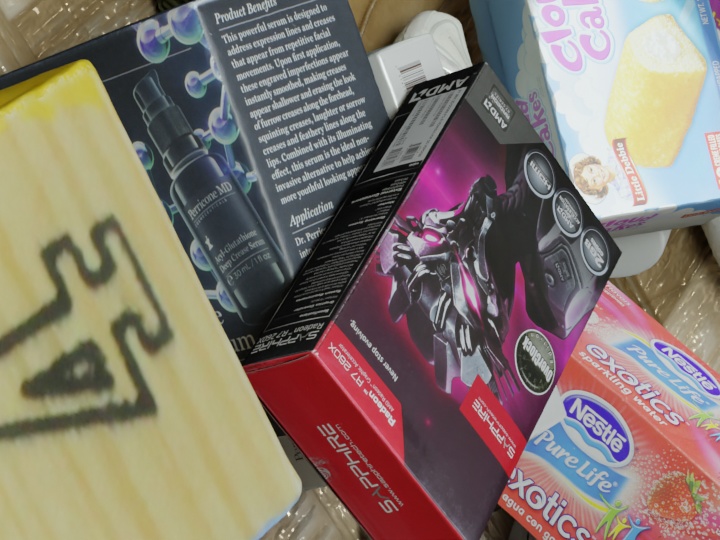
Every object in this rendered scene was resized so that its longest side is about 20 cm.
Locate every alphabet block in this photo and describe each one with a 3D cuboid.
[{"bbox_3d":[-0.177,0.061,0.946,0.196,0.195,0.200,-40,108,-49],"label":"alphabet block"}]

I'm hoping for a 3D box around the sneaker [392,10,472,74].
[{"bbox_3d":[0.054,-0.049,1.314,0.081,0.075,0.200,-77,158,-52],"label":"sneaker"}]

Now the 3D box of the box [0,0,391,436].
[{"bbox_3d":[-0.063,-0.024,1.137,0.107,0.148,0.200,-25,97,-50],"label":"box"}]

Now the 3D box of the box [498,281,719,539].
[{"bbox_3d":[0.133,0.090,1.247,0.200,0.095,0.103,42,29,25],"label":"box"}]

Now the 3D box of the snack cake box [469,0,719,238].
[{"bbox_3d":[0.132,-0.120,1.337,0.115,0.067,0.200,-9,79,-25],"label":"snack cake box"}]

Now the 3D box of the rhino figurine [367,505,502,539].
[{"bbox_3d":[0.042,0.147,1.260,0.087,0.060,0.200,22,49,7],"label":"rhino figurine"}]

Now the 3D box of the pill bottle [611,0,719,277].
[{"bbox_3d":[0.165,-0.096,1.451,0.112,0.112,0.200,46,47,-29],"label":"pill bottle"}]

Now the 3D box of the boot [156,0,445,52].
[{"bbox_3d":[-0.022,-0.170,1.301,0.175,0.066,0.200,60,41,-35],"label":"boot"}]

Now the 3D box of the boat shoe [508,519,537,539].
[{"bbox_3d":[0.129,0.120,1.375,0.074,0.067,0.200,32,55,-39],"label":"boat shoe"}]

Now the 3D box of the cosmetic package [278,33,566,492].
[{"bbox_3d":[0.000,0.000,1.200,0.052,0.151,0.200,-26,99,-51],"label":"cosmetic package"}]

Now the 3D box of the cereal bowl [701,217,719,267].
[{"bbox_3d":[0.272,-0.059,1.577,0.200,0.083,0.200,15,71,-53],"label":"cereal bowl"}]

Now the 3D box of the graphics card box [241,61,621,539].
[{"bbox_3d":[0.036,0.017,1.083,0.126,0.051,0.200,52,45,-23],"label":"graphics card box"}]
